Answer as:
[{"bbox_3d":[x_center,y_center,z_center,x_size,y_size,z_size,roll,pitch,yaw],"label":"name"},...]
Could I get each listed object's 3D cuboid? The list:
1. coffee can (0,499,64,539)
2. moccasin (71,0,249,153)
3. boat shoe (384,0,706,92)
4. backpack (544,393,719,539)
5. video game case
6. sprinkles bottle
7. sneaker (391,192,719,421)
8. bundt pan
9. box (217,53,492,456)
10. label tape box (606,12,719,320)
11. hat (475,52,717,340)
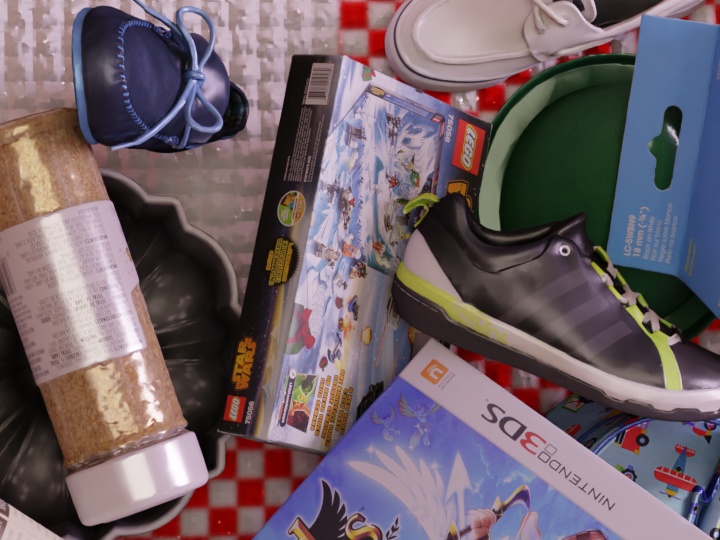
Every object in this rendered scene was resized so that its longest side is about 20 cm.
[{"bbox_3d":[-0.221,0.161,0.997,0.200,0.146,0.147,35,82,-13],"label":"coffee can"},{"bbox_3d":[-0.098,-0.100,1.068,0.068,0.200,0.081,0,93,7],"label":"moccasin"},{"bbox_3d":[0.112,-0.151,1.168,0.199,0.066,0.072,-12,86,-8],"label":"boat shoe"},{"bbox_3d":[0.177,0.152,1.117,0.199,0.135,0.183,23,83,-3],"label":"backpack"},{"bbox_3d":[0.042,0.159,1.032,0.181,0.046,0.200,35,71,23],"label":"video game case"},{"bbox_3d":[-0.138,0.023,1.045,0.068,0.068,0.201,-19,88,-8],"label":"sprinkles bottle"},{"bbox_3d":[0.111,0.014,1.077,0.199,0.072,0.083,19,102,1],"label":"sneaker"},{"bbox_3d":[-0.157,0.048,1.112,0.201,0.076,0.203,1,84,-7],"label":"bundt pan"},{"bbox_3d":[0.000,0.000,1.114,0.137,0.040,0.201,19,80,-49],"label":"box"},{"bbox_3d":[0.229,-0.040,1.056,0.199,0.063,0.145,8,114,7],"label":"label tape box"},{"bbox_3d":[0.153,-0.057,1.106,0.165,0.176,0.201,5,84,-5],"label":"hat"}]
